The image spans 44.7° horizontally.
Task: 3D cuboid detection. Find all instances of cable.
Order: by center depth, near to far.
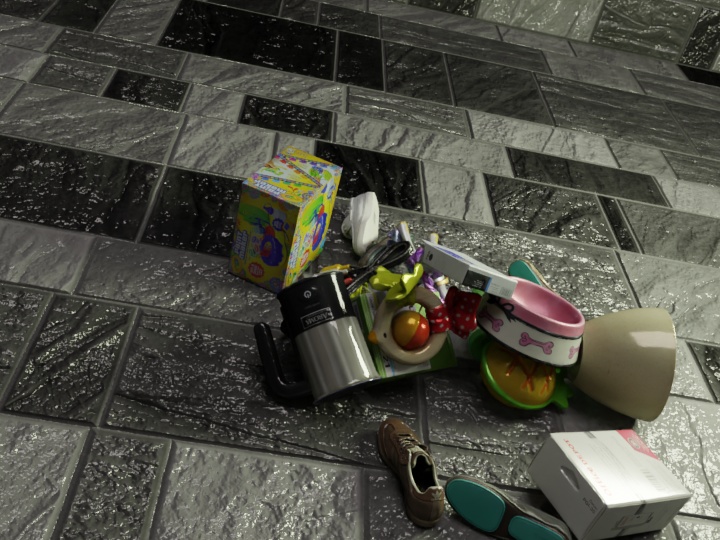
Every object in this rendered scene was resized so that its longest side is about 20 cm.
[{"bbox_3d":[0.000,0.000,1.573,0.200,0.050,0.097,-26,29,15],"label":"cable"}]

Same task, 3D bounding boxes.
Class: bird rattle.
[{"bbox_3d":[0.094,0.077,1.439,0.200,0.163,0.113,32,-6,-29],"label":"bird rattle"}]

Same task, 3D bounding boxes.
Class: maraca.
[{"bbox_3d":[0.290,0.181,1.517,0.200,0.107,0.137,13,54,-30],"label":"maraca"}]

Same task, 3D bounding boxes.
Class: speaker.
[{"bbox_3d":[0.248,0.087,1.648,0.088,0.089,0.200,15,34,1],"label":"speaker"}]

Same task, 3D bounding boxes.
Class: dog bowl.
[{"bbox_3d":[0.294,0.081,1.501,0.200,0.074,0.200,20,19,-7],"label":"dog bowl"}]

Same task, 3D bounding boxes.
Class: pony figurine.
[{"bbox_3d":[0.119,0.005,1.667,0.193,0.167,0.200,17,40,-46],"label":"pony figurine"}]

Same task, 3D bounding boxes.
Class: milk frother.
[{"bbox_3d":[-0.060,0.122,1.454,0.200,0.180,0.188,8,60,-65],"label":"milk frother"}]

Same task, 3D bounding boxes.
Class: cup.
[{"bbox_3d":[0.445,0.156,1.534,0.143,0.201,0.200,7,34,-1],"label":"cup"}]

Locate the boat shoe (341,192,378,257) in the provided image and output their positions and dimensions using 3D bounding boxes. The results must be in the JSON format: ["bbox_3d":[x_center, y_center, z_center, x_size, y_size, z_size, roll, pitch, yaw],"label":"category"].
[{"bbox_3d":[-0.005,-0.097,1.843,0.068,0.072,0.200,-10,43,14],"label":"boat shoe"}]

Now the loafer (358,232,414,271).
[{"bbox_3d":[0.041,-0.033,1.770,0.063,0.072,0.200,17,24,25],"label":"loafer"}]

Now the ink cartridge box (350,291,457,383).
[{"bbox_3d":[0.086,0.106,1.509,0.200,0.076,0.148,-8,77,-29],"label":"ink cartridge box"}]

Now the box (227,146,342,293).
[{"bbox_3d":[-0.144,-0.098,1.665,0.122,0.200,0.193,24,35,12],"label":"box"}]

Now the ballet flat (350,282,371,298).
[{"bbox_3d":[-0.001,0.077,1.584,0.067,0.067,0.200,-1,33,-6],"label":"ballet flat"}]

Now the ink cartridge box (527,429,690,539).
[{"bbox_3d":[0.375,0.321,1.331,0.200,0.083,0.147,5,34,-35],"label":"ink cartridge box"}]

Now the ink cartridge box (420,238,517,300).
[{"bbox_3d":[0.174,-0.004,1.485,0.099,0.039,0.200,17,9,-22],"label":"ink cartridge box"}]

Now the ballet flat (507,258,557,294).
[{"bbox_3d":[0.358,0.063,1.694,0.065,0.070,0.200,26,33,-60],"label":"ballet flat"}]

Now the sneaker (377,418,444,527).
[{"bbox_3d":[0.083,0.283,1.313,0.070,0.076,0.200,-1,37,-22],"label":"sneaker"}]

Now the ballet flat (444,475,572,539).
[{"bbox_3d":[0.216,0.360,1.280,0.200,0.067,0.064,27,8,16],"label":"ballet flat"}]
